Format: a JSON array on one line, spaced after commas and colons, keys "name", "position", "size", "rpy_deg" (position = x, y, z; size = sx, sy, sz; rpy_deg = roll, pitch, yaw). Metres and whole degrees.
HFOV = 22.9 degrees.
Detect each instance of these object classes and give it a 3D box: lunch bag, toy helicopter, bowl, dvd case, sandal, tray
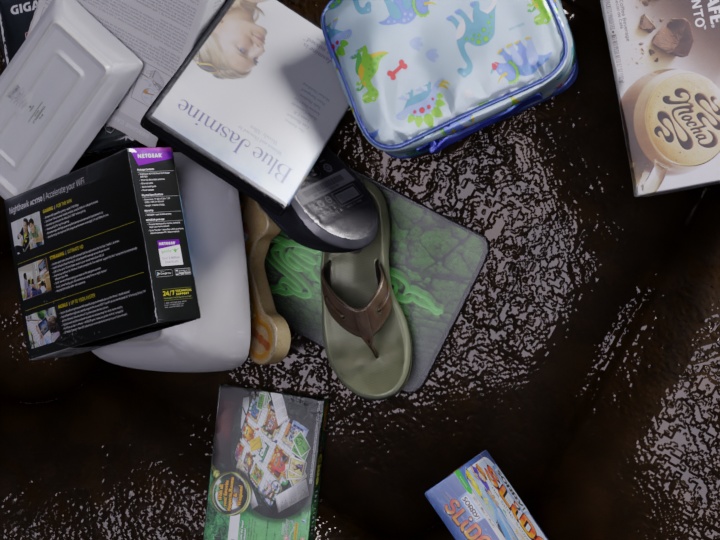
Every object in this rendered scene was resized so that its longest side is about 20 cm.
[{"name": "lunch bag", "position": [0.077, -0.192, 1.527], "size": [0.200, 0.082, 0.161], "rpy_deg": [-25, 81, 13]}, {"name": "toy helicopter", "position": [-0.112, -0.003, 1.605], "size": [0.132, 0.079, 0.200], "rpy_deg": [-37, 62, 39]}, {"name": "bowl", "position": [-0.192, -0.004, 1.592], "size": [0.200, 0.075, 0.200], "rpy_deg": [0, 95, 47]}, {"name": "dvd case", "position": [-0.086, -0.154, 1.543], "size": [0.143, 0.200, 0.018], "rpy_deg": [33, 142, -5]}, {"name": "sandal", "position": [-0.005, 0.018, 1.589], "size": [0.080, 0.057, 0.201], "rpy_deg": [-9, 88, 13]}, {"name": "tray", "position": [-0.292, -0.147, 1.626], "size": [0.107, 0.022, 0.200], "rpy_deg": [43, 114, 7]}]

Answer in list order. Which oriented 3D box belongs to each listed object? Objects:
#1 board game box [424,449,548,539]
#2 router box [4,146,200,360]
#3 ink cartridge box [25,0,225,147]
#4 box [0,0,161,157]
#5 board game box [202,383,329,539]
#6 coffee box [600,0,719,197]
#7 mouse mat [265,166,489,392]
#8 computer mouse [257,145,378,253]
[{"name": "board game box", "position": [0.138, 0.254, 1.527], "size": [0.034, 0.135, 0.200], "rpy_deg": [-36, 84, 14]}, {"name": "router box", "position": [-0.226, -0.012, 1.535], "size": [0.200, 0.051, 0.149], "rpy_deg": [-15, 83, 46]}, {"name": "ink cartridge box", "position": [-0.211, -0.234, 1.608], "size": [0.161, 0.050, 0.200], "rpy_deg": [29, 119, 13]}, {"name": "box", "position": [-0.229, -0.193, 1.653], "size": [0.200, 0.046, 0.159], "rpy_deg": [-9, 90, 16]}, {"name": "board game box", "position": [-0.090, 0.210, 1.644], "size": [0.105, 0.023, 0.200], "rpy_deg": [8, 93, 12]}, {"name": "coffee box", "position": [0.273, -0.170, 1.503], "size": [0.113, 0.080, 0.200], "rpy_deg": [-10, 90, 16]}, {"name": "mouse mat", "position": [0.000, 0.000, 1.621], "size": [0.200, 0.008, 0.161], "rpy_deg": [28, 99, 13]}, {"name": "computer mouse", "position": [-0.061, -0.089, 1.567], "size": [0.200, 0.138, 0.053], "rpy_deg": [55, 135, 14]}]
